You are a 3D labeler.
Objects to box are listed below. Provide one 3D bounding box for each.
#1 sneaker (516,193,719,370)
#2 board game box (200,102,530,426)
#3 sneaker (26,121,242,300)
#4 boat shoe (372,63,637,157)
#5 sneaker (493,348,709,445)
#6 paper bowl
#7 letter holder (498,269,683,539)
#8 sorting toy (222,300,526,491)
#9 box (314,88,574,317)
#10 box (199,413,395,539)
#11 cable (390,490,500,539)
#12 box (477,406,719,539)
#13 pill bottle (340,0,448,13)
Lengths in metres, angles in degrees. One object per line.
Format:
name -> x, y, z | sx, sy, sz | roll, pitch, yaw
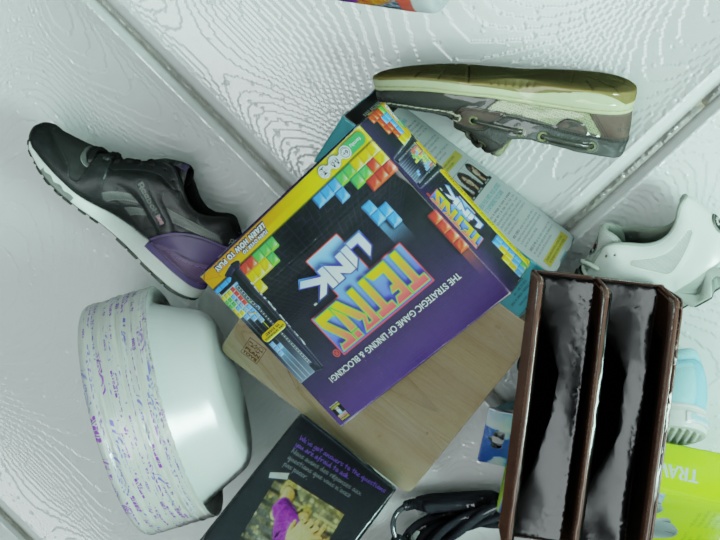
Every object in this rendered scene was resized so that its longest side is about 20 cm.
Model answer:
sneaker -> 0.192, 0.012, 1.112 | 0.200, 0.074, 0.089 | -34, 95, 20
board game box -> 0.000, 0.000, 1.095 | 0.165, 0.057, 0.200 | 47, 124, -3
sneaker -> -0.187, -0.073, 1.227 | 0.200, 0.076, 0.088 | 40, 105, -3
boat shoe -> 0.105, -0.118, 1.086 | 0.199, 0.072, 0.066 | 5, 109, 14
sneaker -> 0.191, 0.101, 1.159 | 0.199, 0.082, 0.074 | -8, 152, 38
paper bowl -> -0.157, 0.112, 1.213 | 0.104, 0.201, 0.202 | -16, 107, 3
letter holder -> 0.158, 0.109, 1.006 | 0.100, 0.142, 0.201 | 7, 95, 4
sorting toy -> 0.020, 0.044, 1.184 | 0.200, 0.070, 0.199 | 37, 122, 3
box -> 0.067, -0.055, 1.121 | 0.200, 0.082, 0.049 | 37, 120, 3
box -> -0.073, 0.235, 1.216 | 0.106, 0.122, 0.200 | 38, 77, 5
cable -> 0.127, 0.265, 1.252 | 0.199, 0.051, 0.164 | -7, 109, 23
box -> 0.191, 0.168, 1.139 | 0.199, 0.048, 0.122 | 11, 152, 5
pill bottle -> -0.029, -0.256, 1.055 | 0.199, 0.111, 0.112 | 12, 115, 16
